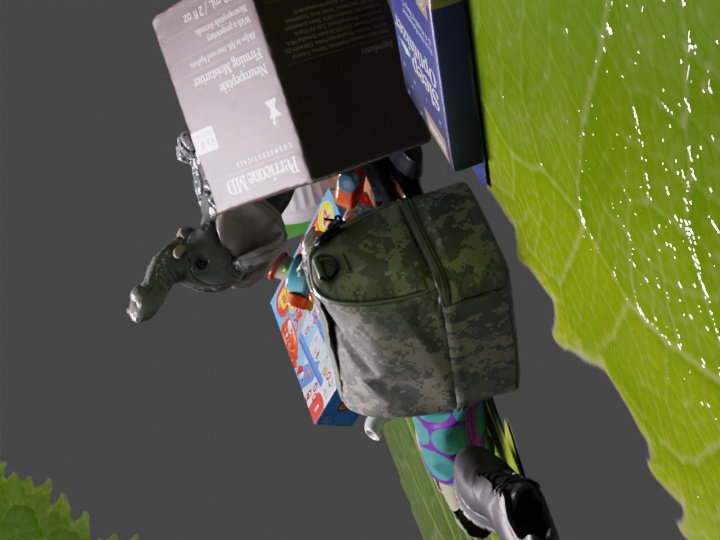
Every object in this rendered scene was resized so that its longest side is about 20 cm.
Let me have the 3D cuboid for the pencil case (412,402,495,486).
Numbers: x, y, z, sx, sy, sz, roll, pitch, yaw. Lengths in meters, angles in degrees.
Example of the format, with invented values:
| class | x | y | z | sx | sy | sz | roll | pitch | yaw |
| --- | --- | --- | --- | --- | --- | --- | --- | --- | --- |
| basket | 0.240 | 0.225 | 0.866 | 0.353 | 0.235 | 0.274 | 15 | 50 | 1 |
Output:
| class | x | y | z | sx | sy | sz | roll | pitch | yaw |
| --- | --- | --- | --- | --- | --- | --- | --- | --- | --- |
| pencil case | 0.099 | 0.149 | 1.405 | 0.092 | 0.085 | 0.201 | 35 | 153 | 35 |

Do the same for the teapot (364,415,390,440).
| class | x | y | z | sx | sy | sz | roll | pitch | yaw |
| --- | --- | --- | --- | --- | --- | --- | --- | --- | --- |
| teapot | 0.021 | 0.082 | 1.635 | 0.200 | 0.144 | 0.200 | -131 | 23 | -77 |

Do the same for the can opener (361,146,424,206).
| class | x | y | z | sx | sy | sz | roll | pitch | yaw |
| --- | --- | --- | --- | --- | --- | --- | --- | --- | --- |
| can opener | 0.049 | -0.064 | 1.310 | 0.079 | 0.063 | 0.202 | 85 | 165 | -66 |

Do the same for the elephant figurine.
| class | x | y | z | sx | sy | sz | roll | pitch | yaw |
| --- | --- | --- | --- | --- | --- | --- | --- | --- | --- |
| elephant figurine | -0.138 | -0.037 | 1.343 | 0.141 | 0.153 | 0.203 | 29 | -119 | -63 |

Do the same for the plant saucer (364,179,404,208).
| class | x | y | z | sx | sy | sz | roll | pitch | yaw |
| --- | --- | --- | --- | --- | --- | --- | --- | --- | --- |
| plant saucer | 0.039 | -0.070 | 1.511 | 0.200 | 0.037 | 0.203 | 161 | 91 | -85 |

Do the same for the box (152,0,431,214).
| class | x | y | z | sx | sy | sz | roll | pitch | yaw |
| --- | --- | --- | --- | --- | --- | --- | --- | --- | --- |
| box | -0.066 | -0.184 | 1.235 | 0.165 | 0.163 | 0.203 | -13 | 97 | 49 |

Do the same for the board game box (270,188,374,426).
| class | x | y | z | sx | sy | sz | roll | pitch | yaw |
| --- | --- | --- | --- | --- | --- | --- | --- | --- | --- |
| board game box | -0.023 | 0.043 | 1.528 | 0.201 | 0.055 | 0.197 | -61 | 39 | 36 |

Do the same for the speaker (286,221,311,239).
| class | x | y | z | sx | sy | sz | roll | pitch | yaw |
| --- | --- | --- | --- | --- | --- | --- | --- | --- | --- |
| speaker | -0.074 | -0.091 | 1.697 | 0.088 | 0.197 | 0.090 | 161 | 90 | -84 |

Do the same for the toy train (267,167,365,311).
| class | x | y | z | sx | sy | sz | roll | pitch | yaw |
| --- | --- | --- | --- | --- | --- | --- | --- | --- | --- |
| toy train | -0.046 | -0.049 | 1.386 | 0.201 | 0.055 | 0.152 | -57 | -19 | -49 |

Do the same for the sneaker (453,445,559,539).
| class | x | y | z | sx | sy | sz | roll | pitch | yaw |
| --- | --- | --- | --- | --- | --- | --- | --- | --- | --- |
| sneaker | 0.153 | 0.234 | 1.305 | 0.200 | 0.075 | 0.092 | -128 | 27 | -50 |

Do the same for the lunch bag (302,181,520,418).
| class | x | y | z | sx | sy | sz | roll | pitch | yaw |
| --- | --- | --- | --- | --- | --- | --- | --- | --- | --- |
| lunch bag | 0.043 | 0.036 | 1.163 | 0.201 | 0.166 | 0.140 | 78 | 170 | -49 |

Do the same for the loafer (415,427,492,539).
| class | x | y | z | sx | sy | sz | roll | pitch | yaw |
| --- | --- | --- | --- | --- | --- | --- | --- | --- | --- |
| loafer | 0.125 | 0.244 | 1.550 | 0.201 | 0.075 | 0.068 | 64 | 177 | -32 |

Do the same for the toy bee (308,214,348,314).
| class | x | y | z | sx | sy | sz | roll | pitch | yaw |
| --- | --- | --- | --- | --- | --- | --- | --- | --- | --- |
| toy bee | 0.000 | 0.000 | 1.329 | 0.199 | 0.109 | 0.132 | 30 | -153 | -37 |

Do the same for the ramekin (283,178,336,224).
| class | x | y | z | sx | sy | sz | roll | pitch | yaw |
| --- | --- | --- | --- | --- | --- | --- | --- | --- | --- |
| ramekin | -0.088 | -0.158 | 1.634 | 0.203 | 0.200 | 0.095 | -115 | 9 | -46 |

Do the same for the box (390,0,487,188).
| class | x | y | z | sx | sy | sz | roll | pitch | yaw |
| --- | --- | --- | --- | --- | --- | --- | --- | --- | --- |
| box | 0.060 | -0.168 | 1.039 | 0.122 | 0.032 | 0.202 | -115 | 8 | -46 |
